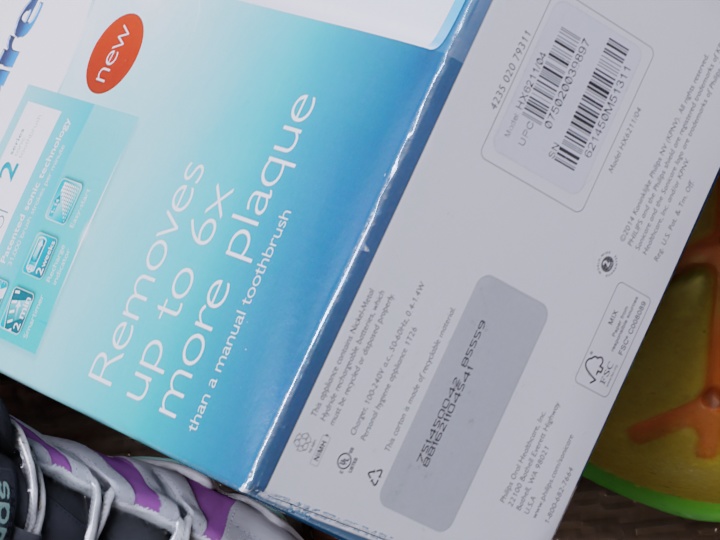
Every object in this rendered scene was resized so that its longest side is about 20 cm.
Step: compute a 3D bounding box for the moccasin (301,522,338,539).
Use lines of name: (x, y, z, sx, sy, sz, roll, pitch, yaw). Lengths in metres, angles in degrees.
moccasin: (0.001, 0.000, 0.788, 0.074, 0.078, 0.202, -4, 80, 36)

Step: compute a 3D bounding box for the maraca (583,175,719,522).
maraca: (0.107, 0.005, 0.738, 0.200, 0.107, 0.137, 34, 95, 1)

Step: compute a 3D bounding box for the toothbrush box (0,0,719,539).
toothbrush box: (-0.018, -0.024, 0.676, 0.200, 0.085, 0.147, 21, 84, 55)

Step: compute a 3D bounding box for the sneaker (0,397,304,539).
sneaker: (-0.084, 0.067, 0.685, 0.200, 0.140, 0.078, 17, 80, -10)
